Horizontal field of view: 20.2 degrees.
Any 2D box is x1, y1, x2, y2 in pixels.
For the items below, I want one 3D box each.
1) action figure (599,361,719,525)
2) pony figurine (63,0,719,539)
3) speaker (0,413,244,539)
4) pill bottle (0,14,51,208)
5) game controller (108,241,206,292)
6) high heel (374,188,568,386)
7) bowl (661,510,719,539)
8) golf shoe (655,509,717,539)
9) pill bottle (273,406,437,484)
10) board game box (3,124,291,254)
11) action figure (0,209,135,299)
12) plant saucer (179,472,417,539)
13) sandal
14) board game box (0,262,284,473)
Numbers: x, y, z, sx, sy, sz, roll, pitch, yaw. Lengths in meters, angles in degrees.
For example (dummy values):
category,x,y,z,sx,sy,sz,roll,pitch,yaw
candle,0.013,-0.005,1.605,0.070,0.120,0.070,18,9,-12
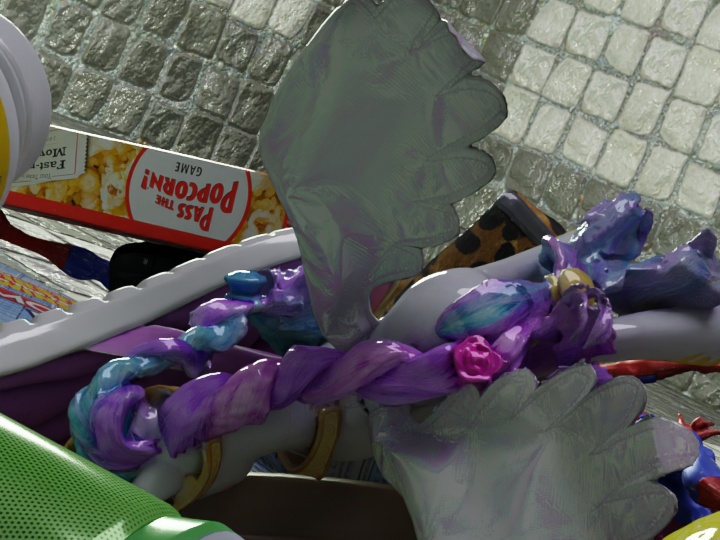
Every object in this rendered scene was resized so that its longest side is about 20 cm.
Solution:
category,x,y,z,sx,sy,sz,roll,pitch,yaw
action figure,0.158,0.080,0.923,0.098,0.066,0.200,-16,26,-23
pony figurine,0.022,0.025,0.595,0.199,0.193,0.168,-7,70,-46
speaker,-0.114,0.065,0.488,0.199,0.089,0.088,25,4,19
pill bottle,-0.206,-0.046,0.794,0.112,0.113,0.200,24,25,12
game controller,-0.034,0.032,1.042,0.198,0.042,0.104,13,-18,1
high heel,0.000,0.000,0.774,0.199,0.072,0.143,19,-38,27
bowl,0.184,0.139,0.714,0.199,0.108,0.200,21,22,-9
golf shoe,0.132,0.114,1.030,0.199,0.076,0.092,27,10,1
pill bottle,0.006,0.072,0.920,0.199,0.109,0.109,25,4,27
board game box,-0.114,-0.040,1.068,0.198,0.047,0.151,13,-1,14
action figure,-0.121,0.022,1.147,0.199,0.066,0.052,21,0,-19
plant saucer,-0.027,0.094,0.615,0.198,0.030,0.200,3,7,0
sandal,-0.072,0.041,0.672,0.201,0.083,0.050,-18,63,-21
board game box,-0.114,0.053,0.811,0.199,0.062,0.200,23,5,-13
